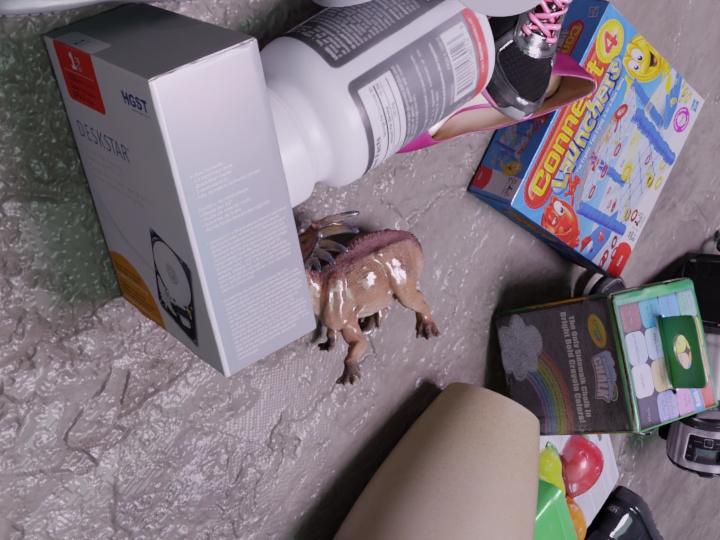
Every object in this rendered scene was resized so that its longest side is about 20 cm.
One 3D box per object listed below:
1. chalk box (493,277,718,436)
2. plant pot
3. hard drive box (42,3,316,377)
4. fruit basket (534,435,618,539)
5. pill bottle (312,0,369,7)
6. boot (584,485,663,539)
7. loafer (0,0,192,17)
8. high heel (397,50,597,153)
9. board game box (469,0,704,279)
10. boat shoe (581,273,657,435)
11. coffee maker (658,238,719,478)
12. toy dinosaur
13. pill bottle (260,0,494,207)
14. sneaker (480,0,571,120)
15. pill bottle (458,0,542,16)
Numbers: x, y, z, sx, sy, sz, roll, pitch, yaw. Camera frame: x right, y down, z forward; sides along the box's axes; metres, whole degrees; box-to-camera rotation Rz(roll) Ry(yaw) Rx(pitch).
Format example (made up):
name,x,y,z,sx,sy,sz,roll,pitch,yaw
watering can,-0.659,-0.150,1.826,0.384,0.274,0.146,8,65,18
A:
name,x,y,z,sx,sy,sz,roll,pitch,yaw
chalk box,0.242,0.080,1.042,0.123,0.199,0.126,-8,87,-38
plant pot,0.085,0.212,1.014,0.187,0.186,0.202,42,66,-42
hard drive box,-0.116,-0.057,0.732,0.076,0.155,0.202,-27,122,-28
fruit basket,0.202,0.227,1.182,0.201,0.093,0.187,-52,134,-33
pill bottle,-0.024,-0.286,0.747,0.112,0.112,0.202,-37,127,-23
boot,0.271,0.372,1.294,0.200,0.065,0.166,-46,122,-21
loafer,-0.151,-0.204,0.696,0.198,0.075,0.071,-19,123,-34
high heel,0.099,-0.134,0.923,0.198,0.095,0.068,-21,120,-33
board game box,0.218,-0.120,1.058,0.195,0.056,0.202,26,89,-44
boat shoe,0.278,0.087,1.188,0.071,0.067,0.202,-31,124,-25
coffee maker,0.404,0.097,1.246,0.191,0.134,0.202,-33,131,-37
toy dinosaur,0.000,0.000,0.908,0.199,0.085,0.138,-22,114,-39
pill bottle,-0.007,-0.134,0.821,0.199,0.115,0.117,-36,127,-24
sneaker,0.139,-0.219,0.882,0.078,0.095,0.203,18,71,-28
pill bottle,0.100,-0.275,0.796,0.113,0.111,0.202,48,35,-41
